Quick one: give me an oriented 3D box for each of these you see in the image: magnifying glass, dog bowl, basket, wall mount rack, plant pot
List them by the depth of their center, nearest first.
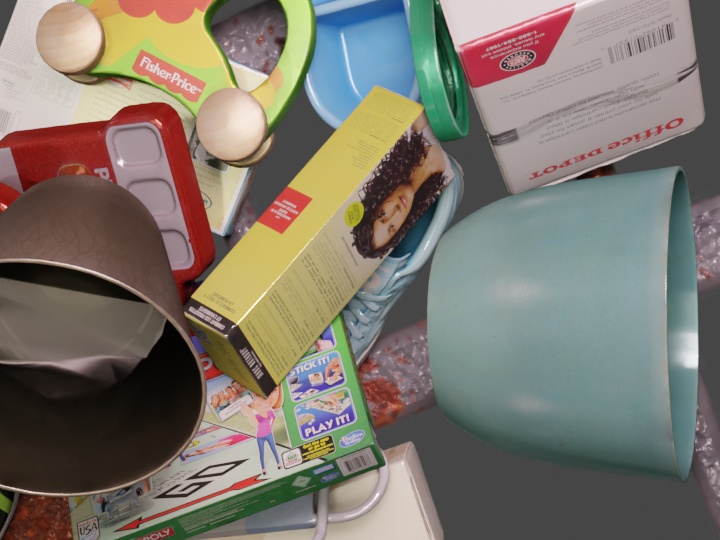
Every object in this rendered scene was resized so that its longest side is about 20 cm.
[{"bbox_3d":[-0.174,0.026,1.051,0.178,0.200,0.138,11,109,-6],"label":"basket"},{"bbox_3d":[0.044,-0.183,1.153,0.022,0.080,0.202,-13,81,15],"label":"magnifying glass"},{"bbox_3d":[-0.085,0.152,1.155,0.198,0.075,0.175,-8,53,15],"label":"wall mount rack"},{"bbox_3d":[0.133,0.035,1.166,0.159,0.200,0.203,-1,93,17],"label":"plant pot"},{"bbox_3d":[0.001,-0.183,1.213,0.110,0.049,0.203,-10,92,27],"label":"dog bowl"}]

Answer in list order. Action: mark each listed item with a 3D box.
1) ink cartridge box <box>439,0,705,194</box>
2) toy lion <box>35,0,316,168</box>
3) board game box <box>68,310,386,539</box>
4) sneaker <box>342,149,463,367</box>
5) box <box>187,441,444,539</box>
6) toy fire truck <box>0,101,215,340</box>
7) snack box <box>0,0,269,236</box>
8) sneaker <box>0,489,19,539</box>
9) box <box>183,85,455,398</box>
[{"bbox_3d":[0.136,-0.147,1.144,0.144,0.200,0.084,-20,63,6],"label":"ink cartridge box"},{"bbox_3d":[-0.115,-0.194,1.196,0.199,0.069,0.193,28,91,5],"label":"toy lion"},{"bbox_3d":[-0.094,0.100,1.138,0.198,0.029,0.135,-21,49,4],"label":"board game box"},{"bbox_3d":[0.000,0.000,1.224,0.073,0.082,0.201,31,94,4],"label":"sneaker"},{"bbox_3d":[-0.045,0.192,1.235,0.198,0.095,0.079,-20,91,4],"label":"box"},{"bbox_3d":[-0.172,-0.006,1.190,0.166,0.112,0.202,-5,112,24],"label":"toy fire truck"},{"bbox_3d":[-0.162,-0.116,1.255,0.198,0.037,0.117,23,95,4],"label":"snack box"},{"bbox_3d":[-0.277,0.108,1.254,0.071,0.083,0.203,8,94,5],"label":"sneaker"},{"bbox_3d":[-0.025,-0.020,1.135,0.050,0.075,0.200,28,70,37],"label":"box"}]
